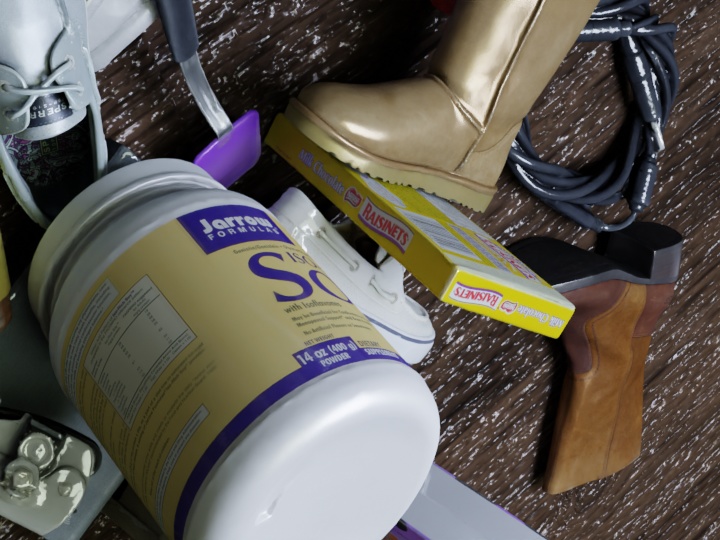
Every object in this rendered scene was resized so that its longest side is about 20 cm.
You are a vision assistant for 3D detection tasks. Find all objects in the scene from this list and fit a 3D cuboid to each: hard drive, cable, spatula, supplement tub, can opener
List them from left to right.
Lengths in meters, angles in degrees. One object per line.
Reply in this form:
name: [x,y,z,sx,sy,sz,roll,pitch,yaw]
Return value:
can opener: [-0.228,0.072,0.779,0.198,0.066,0.053,29,85,-15]
hard drive: [-0.157,0.044,0.874,0.201,0.033,0.140,-54,131,-11]
spatula: [-0.089,-0.105,0.837,0.056,0.020,0.201,-43,147,-20]
supplement tub: [-0.069,0.051,0.772,0.144,0.200,0.146,-28,144,-23]
cable: [0.159,-0.122,1.059,0.199,0.051,0.165,29,87,-41]

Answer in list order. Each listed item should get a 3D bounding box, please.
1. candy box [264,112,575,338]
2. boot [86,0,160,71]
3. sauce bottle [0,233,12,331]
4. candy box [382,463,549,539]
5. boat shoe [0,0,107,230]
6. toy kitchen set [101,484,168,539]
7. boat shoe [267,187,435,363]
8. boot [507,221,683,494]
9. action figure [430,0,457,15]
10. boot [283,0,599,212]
candy box: [0.030,-0.029,0.889,0.102,0.200,0.027,21,105,-42]
boot: [-0.116,-0.204,0.798,0.201,0.073,0.095,-53,137,0]
sauce bottle: [-0.219,-0.062,0.761,0.065,0.066,0.203,-18,116,-33]
candy box: [0.072,0.262,1.052,0.071,0.167,0.203,-15,116,-32]
boat shoe: [-0.156,-0.093,0.747,0.069,0.072,0.202,-21,146,-14]
toy kitchen set: [-0.011,0.140,0.917,0.180,0.199,0.164,36,84,-42]
boat shoe: [0.000,0.000,0.941,0.070,0.071,0.199,-54,142,5]
boot: [0.153,0.072,1.136,0.187,0.068,0.202,-16,124,-42]
action figure: [0.038,-0.212,0.914,0.199,0.065,0.100,20,103,-42]
boot: [0.060,-0.148,0.891,0.174,0.066,0.202,13,109,-46]
